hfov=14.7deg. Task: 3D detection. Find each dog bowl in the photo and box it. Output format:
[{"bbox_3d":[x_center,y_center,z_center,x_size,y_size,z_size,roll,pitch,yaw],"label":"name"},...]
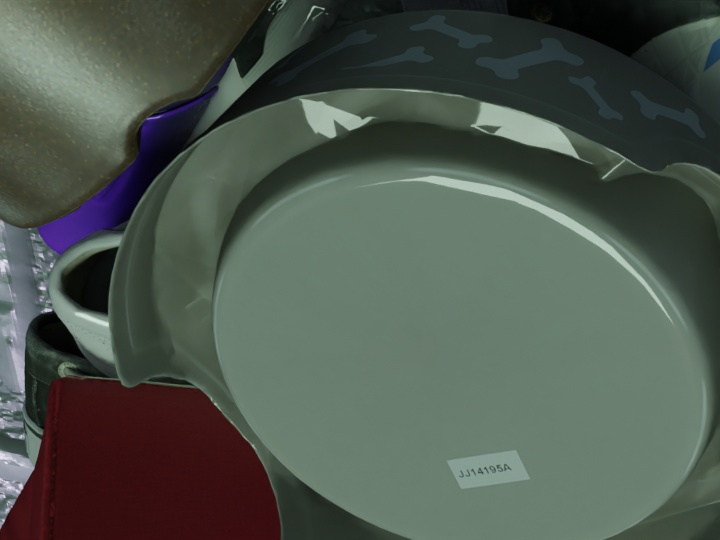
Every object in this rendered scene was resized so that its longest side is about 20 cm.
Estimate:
[{"bbox_3d":[0.032,0.015,0.782,0.199,0.059,0.201,11,132,12],"label":"dog bowl"}]

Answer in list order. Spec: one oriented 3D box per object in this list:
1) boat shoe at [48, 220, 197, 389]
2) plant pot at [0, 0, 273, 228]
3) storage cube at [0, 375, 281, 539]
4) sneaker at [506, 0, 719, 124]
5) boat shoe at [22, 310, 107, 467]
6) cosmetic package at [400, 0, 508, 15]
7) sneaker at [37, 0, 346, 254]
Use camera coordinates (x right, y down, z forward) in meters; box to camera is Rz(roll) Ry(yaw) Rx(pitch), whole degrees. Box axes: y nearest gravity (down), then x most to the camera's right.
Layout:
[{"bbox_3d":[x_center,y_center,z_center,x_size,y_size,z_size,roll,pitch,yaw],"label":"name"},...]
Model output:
[{"bbox_3d":[0.000,0.000,0.865,0.199,0.071,0.069,-11,168,8],"label":"boat shoe"},{"bbox_3d":[-0.120,-0.128,0.730,0.198,0.201,0.200,37,140,-20],"label":"plant pot"},{"bbox_3d":[-0.031,0.153,0.930,0.199,0.181,0.171,4,156,-12],"label":"storage cube"},{"bbox_3d":[0.087,-0.062,0.786,0.071,0.073,0.201,-4,128,17],"label":"sneaker"},{"bbox_3d":[-0.029,0.050,1.038,0.199,0.071,0.064,3,122,2],"label":"boat shoe"},{"bbox_3d":[0.042,-0.130,0.795,0.082,0.051,0.200,-1,140,16],"label":"cosmetic package"},{"bbox_3d":[-0.075,-0.080,0.903,0.099,0.070,0.200,34,139,-9],"label":"sneaker"}]
